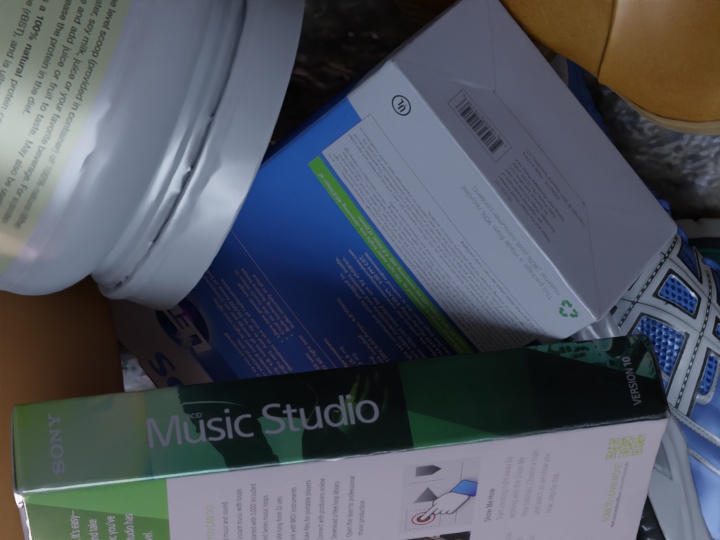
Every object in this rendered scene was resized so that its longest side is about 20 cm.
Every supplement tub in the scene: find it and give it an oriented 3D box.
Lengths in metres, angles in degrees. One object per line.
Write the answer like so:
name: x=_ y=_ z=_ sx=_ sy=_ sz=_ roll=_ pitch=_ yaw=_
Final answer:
supplement tub: x=-0.132 y=-0.079 z=0.713 sx=0.199 sy=0.146 sz=0.145 roll=21 pitch=125 yaw=-17

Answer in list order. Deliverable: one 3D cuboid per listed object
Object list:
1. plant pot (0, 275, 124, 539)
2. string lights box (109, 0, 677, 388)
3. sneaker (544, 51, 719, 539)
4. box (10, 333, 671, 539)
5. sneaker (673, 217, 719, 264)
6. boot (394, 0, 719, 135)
plant pot: x=-0.165 y=0.056 z=0.807 sx=0.139 sy=0.201 sz=0.201 roll=-4 pitch=131 yaw=-21
string lights box: x=0.000 y=0.000 z=0.771 sx=0.103 sy=0.059 sz=0.200 roll=51 pitch=139 yaw=-5
sneaker: x=0.101 y=0.014 z=0.804 sx=0.076 sy=0.076 sz=0.202 roll=-21 pitch=90 yaw=-6
box: x=-0.008 y=0.083 z=0.734 sx=0.198 sy=0.037 sz=0.145 roll=-7 pitch=144 yaw=-8
sneaker: x=0.157 y=0.031 z=0.852 sx=0.198 sy=0.080 sz=0.078 roll=0 pitch=129 yaw=0
boot: x=0.075 y=-0.117 z=0.698 sx=0.200 sy=0.071 sz=0.145 roll=1 pitch=134 yaw=38
